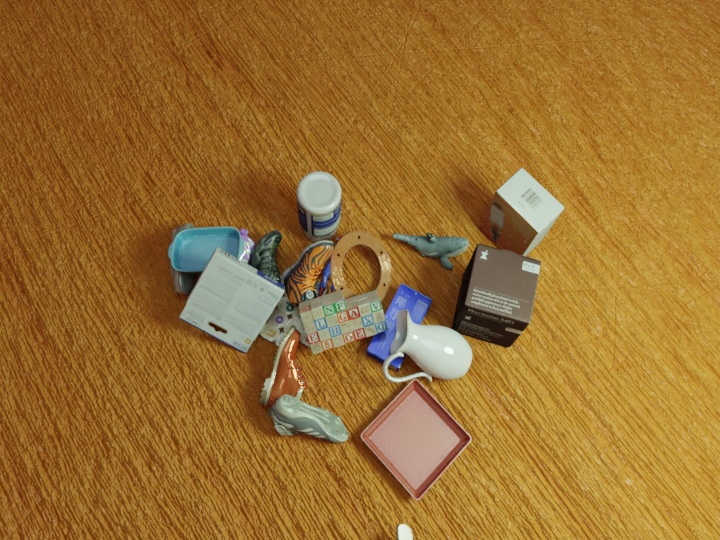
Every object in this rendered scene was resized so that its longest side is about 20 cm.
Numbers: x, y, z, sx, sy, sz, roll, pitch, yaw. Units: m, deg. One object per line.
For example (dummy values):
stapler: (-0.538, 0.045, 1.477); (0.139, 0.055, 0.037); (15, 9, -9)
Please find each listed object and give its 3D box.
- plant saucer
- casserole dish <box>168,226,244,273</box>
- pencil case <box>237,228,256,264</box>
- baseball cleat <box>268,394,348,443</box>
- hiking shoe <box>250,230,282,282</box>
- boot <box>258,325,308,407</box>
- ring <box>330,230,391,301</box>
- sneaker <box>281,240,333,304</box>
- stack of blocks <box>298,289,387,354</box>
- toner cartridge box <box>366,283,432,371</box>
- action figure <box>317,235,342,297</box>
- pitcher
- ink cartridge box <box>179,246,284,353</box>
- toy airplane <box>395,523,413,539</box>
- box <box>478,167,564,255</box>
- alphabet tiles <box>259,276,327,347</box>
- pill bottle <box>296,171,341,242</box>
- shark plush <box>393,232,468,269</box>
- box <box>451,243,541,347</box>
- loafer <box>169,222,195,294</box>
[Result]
plant saucer: (0.131, 0.402, 1.513); (0.199, 0.037, 0.200); (-41, 76, -17)
casserole dish: (-0.383, -0.046, 1.589); (0.194, 0.039, 0.124); (-3, 63, 5)
pencil case: (-0.346, -0.007, 1.635); (0.082, 0.086, 0.203); (21, 67, 20)
baseball cleat: (-0.127, 0.366, 1.507); (0.198, 0.107, 0.070); (34, 32, -14)
hiking shoe: (-0.238, -0.003, 1.641); (0.099, 0.076, 0.204); (22, 78, 15)
boot: (-0.168, 0.242, 1.544); (0.104, 0.075, 0.205); (17, 83, 2)
ring: (0.000, 0.000, 1.625); (0.196, 0.019, 0.207); (4, 83, -38)
sneaker: (-0.119, 0.018, 1.574); (0.076, 0.200, 0.114); (6, 54, -38)
stack of blocks: (-0.042, 0.113, 1.545); (0.195, 0.059, 0.118); (-17, 113, -1)
toner cartridge box: (0.100, 0.144, 1.612); (0.093, 0.043, 0.203); (27, 70, 8)
action figure: (-0.070, -0.020, 1.637); (0.063, 0.100, 0.204); (11, 56, 1)
pitcher: (0.160, 0.211, 1.538); (0.196, 0.121, 0.175); (24, 93, -16)
ink cartridge box: (-0.315, 0.075, 1.554); (0.194, 0.044, 0.202); (30, 109, -15)
toy airplane: (0.103, 0.683, 1.341); (0.199, 0.142, 0.200); (38, 71, 13)
box: (0.414, -0.137, 1.652); (0.106, 0.201, 0.152); (-39, 74, -18)
alphabet tiles: (-0.171, 0.104, 1.633); (0.192, 0.015, 0.203); (28, 70, 11)
pill bottle: (-0.107, -0.157, 1.642); (0.112, 0.201, 0.119); (1, 67, -3)
shark plush: (0.188, -0.084, 1.686); (0.195, 0.084, 0.093); (23, 69, 7)
box: (0.331, 0.066, 1.568); (0.161, 0.201, 0.168); (15, 68, 5)
loafer: (-0.469, -0.027, 1.655); (0.061, 0.072, 0.205); (-9, 61, 14)
